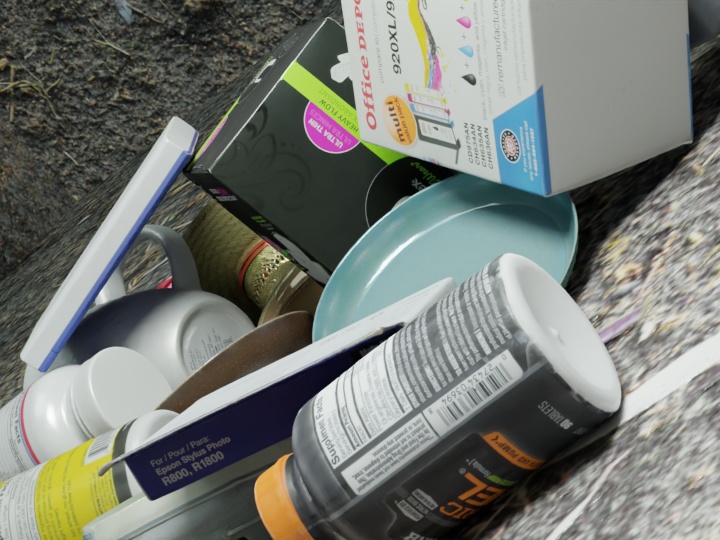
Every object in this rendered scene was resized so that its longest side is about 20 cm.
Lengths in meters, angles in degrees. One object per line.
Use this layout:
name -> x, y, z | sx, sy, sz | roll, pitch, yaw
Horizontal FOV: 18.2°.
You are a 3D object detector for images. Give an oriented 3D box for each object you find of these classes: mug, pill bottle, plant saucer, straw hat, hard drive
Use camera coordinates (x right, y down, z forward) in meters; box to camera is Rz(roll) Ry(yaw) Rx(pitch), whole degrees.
mug -> -0.168, 0.062, 1.815 | 0.147, 0.201, 0.175 | 2, -17, -41
pill bottle -> -0.194, 0.184, 1.558 | 0.200, 0.114, 0.114 | -26, 17, 25
pill bottle -> 0.036, 0.088, 1.231 | 0.200, 0.106, 0.106 | -38, 12, 20
plant saucer -> 0.060, 0.013, 1.486 | 0.200, 0.027, 0.200 | -24, 37, 20
straw hat -> -0.050, 0.003, 1.870 | 0.201, 0.201, 0.085 | -41, 52, 4
pill bottle -> -0.232, 0.140, 1.715 | 0.200, 0.109, 0.109 | -36, 12, 35
plant saucer -> -0.102, 0.109, 1.659 | 0.200, 0.032, 0.200 | -40, -13, -11
hard drive -> -0.192, -0.022, 1.730 | 0.200, 0.025, 0.132 | -56, 7, 8

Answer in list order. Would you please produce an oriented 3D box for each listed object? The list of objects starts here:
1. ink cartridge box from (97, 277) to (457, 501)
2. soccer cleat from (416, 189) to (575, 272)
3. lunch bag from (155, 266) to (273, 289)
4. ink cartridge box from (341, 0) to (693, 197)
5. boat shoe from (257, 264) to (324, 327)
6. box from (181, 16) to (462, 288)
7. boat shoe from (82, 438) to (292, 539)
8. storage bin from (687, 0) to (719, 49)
ink cartridge box -> -0.039, 0.076, 1.358 | 0.199, 0.041, 0.200 | -26, 1, 17
soccer cleat -> 0.104, -0.029, 1.580 | 0.200, 0.070, 0.086 | -47, 27, -13
lunch bag -> -0.138, 0.030, 2.030 | 0.176, 0.082, 0.200 | -41, -3, 3
ink cartridge box -> 0.104, -0.155, 1.527 | 0.144, 0.148, 0.200 | -22, 26, -33
boat shoe -> 0.000, 0.000, 1.781 | 0.200, 0.071, 0.064 | -44, 10, -18
box -> -0.006, -0.069, 1.676 | 0.149, 0.200, 0.124 | -53, 13, -7
boat shoe -> -0.078, 0.154, 1.451 | 0.200, 0.072, 0.070 | -24, 2, -13
storage bin -> 0.220, -0.203, 1.610 | 0.134, 0.146, 0.200 | -48, 13, -31
